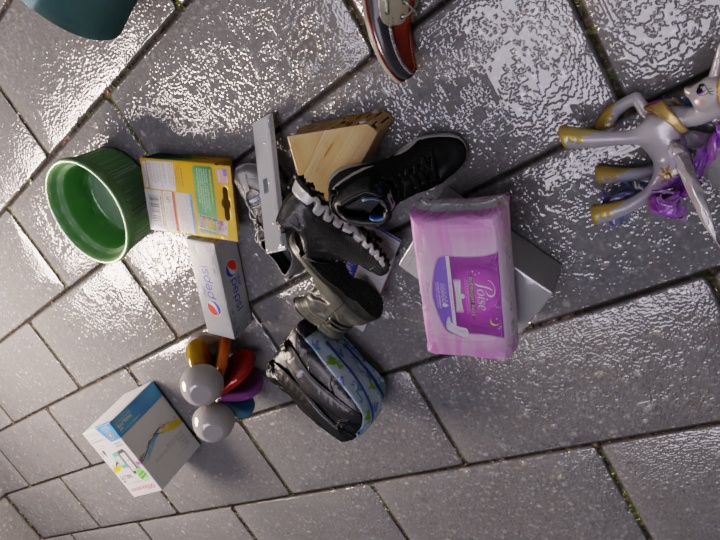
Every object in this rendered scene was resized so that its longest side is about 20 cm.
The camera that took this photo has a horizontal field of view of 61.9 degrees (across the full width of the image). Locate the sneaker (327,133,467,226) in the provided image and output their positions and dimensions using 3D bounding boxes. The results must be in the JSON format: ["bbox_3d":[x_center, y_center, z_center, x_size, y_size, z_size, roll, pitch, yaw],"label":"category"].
[{"bbox_3d":[0.053,-0.107,0.775,0.194,0.113,0.074,-18,121,6],"label":"sneaker"}]

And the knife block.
[{"bbox_3d":[-0.032,-0.129,0.885,0.195,0.064,0.180,-1,118,30],"label":"knife block"}]

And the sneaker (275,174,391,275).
[{"bbox_3d":[-0.042,-0.042,0.856,0.091,0.067,0.199,-46,120,10],"label":"sneaker"}]

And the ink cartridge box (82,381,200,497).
[{"bbox_3d":[-0.516,0.403,1.427,0.145,0.146,0.203,-25,105,38],"label":"ink cartridge box"}]

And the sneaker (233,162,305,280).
[{"bbox_3d":[-0.142,-0.079,0.964,0.074,0.082,0.202,-26,104,37],"label":"sneaker"}]

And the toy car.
[{"bbox_3d":[-0.268,0.219,1.189,0.145,0.176,0.205,-12,118,-6],"label":"toy car"}]

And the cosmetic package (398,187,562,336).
[{"bbox_3d":[0.166,-0.007,0.837,0.198,0.081,0.114,35,130,4],"label":"cosmetic package"}]

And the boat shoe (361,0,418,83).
[{"bbox_3d":[0.037,-0.332,0.721,0.061,0.071,0.205,-8,110,29],"label":"boat shoe"}]

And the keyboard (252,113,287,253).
[{"bbox_3d":[-0.139,-0.131,0.916,0.056,0.010,0.207,-8,87,54],"label":"keyboard"}]

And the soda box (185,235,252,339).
[{"bbox_3d":[-0.257,0.021,1.102,0.066,0.064,0.205,9,122,24],"label":"soda box"}]

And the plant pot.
[{"bbox_3d":[-0.369,-0.448,0.805,0.160,0.201,0.202,-36,98,27],"label":"plant pot"}]

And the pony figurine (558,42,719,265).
[{"bbox_3d":[0.337,-0.115,0.645,0.198,0.165,0.197,-15,103,51],"label":"pony figurine"}]

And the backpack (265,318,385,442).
[{"bbox_3d":[-0.050,0.199,1.057,0.201,0.152,0.165,50,127,21],"label":"backpack"}]

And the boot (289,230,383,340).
[{"bbox_3d":[-0.068,0.032,0.942,0.129,0.069,0.200,-27,116,38],"label":"boot"}]

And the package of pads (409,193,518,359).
[{"bbox_3d":[0.135,0.007,0.761,0.117,0.076,0.206,2,115,27],"label":"package of pads"}]

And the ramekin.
[{"bbox_3d":[-0.473,-0.126,1.114,0.195,0.098,0.205,14,125,21],"label":"ramekin"}]

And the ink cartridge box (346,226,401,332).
[{"bbox_3d":[0.000,0.000,0.963,0.093,0.037,0.203,30,131,11],"label":"ink cartridge box"}]

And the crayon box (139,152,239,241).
[{"bbox_3d":[-0.278,-0.127,1.022,0.195,0.051,0.130,9,113,26],"label":"crayon box"}]
